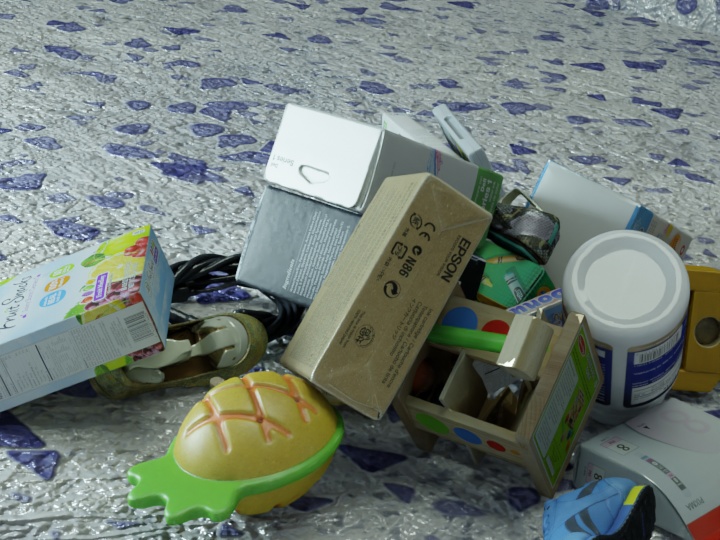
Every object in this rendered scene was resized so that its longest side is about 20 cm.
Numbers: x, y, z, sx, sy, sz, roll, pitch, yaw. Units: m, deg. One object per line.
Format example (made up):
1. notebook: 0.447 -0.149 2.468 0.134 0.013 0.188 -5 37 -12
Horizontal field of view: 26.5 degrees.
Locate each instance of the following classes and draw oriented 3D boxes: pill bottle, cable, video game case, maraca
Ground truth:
1. pill bottle: 0.245 0.061 1.430 0.114 0.201 0.117 -3 59 5
2. cable: -0.146 0.032 1.606 0.197 0.051 0.163 -1 23 -21
3. video game case: 0.157 -0.090 1.840 0.022 0.201 0.182 -29 25 2
4. maraca: -0.100 0.150 1.248 0.136 0.108 0.199 11 29 40

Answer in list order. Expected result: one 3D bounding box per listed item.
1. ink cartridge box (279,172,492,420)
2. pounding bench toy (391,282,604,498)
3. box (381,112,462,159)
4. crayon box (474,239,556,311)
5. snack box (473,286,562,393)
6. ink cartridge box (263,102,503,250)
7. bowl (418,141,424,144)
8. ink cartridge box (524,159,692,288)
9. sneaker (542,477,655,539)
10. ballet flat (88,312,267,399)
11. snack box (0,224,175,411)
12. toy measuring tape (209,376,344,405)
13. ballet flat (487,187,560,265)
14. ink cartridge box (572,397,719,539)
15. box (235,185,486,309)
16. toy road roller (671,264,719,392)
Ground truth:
1. ink cartridge box: 0.019 0.019 1.332 0.075 0.202 0.165 30 -4 -10
2. pounding bench toy: 0.104 0.080 1.317 0.154 0.201 0.125 17 67 26
3. box: 0.070 -0.095 1.864 0.036 0.146 0.200 -3 24 -19
4. crayon box: 0.128 0.018 1.621 0.199 0.119 0.058 28 72 43
5. snack box: 0.168 0.067 1.518 0.198 0.073 0.024 -21 32 -24
6. ink cartridge box: 0.024 -0.093 1.537 0.144 0.085 0.199 19 2 42
7. bowl: 0.020 -0.051 1.757 0.091 0.200 0.201 50 9 -11
8. ink cartridge box: 0.265 -0.019 1.678 0.124 0.130 0.199 29 6 32
9. sneaker: 0.170 0.221 1.218 0.077 0.067 0.200 5 18 28
10. ballet flat: -0.162 0.077 1.455 0.198 0.072 0.070 -12 28 -34
11. snack box: -0.275 0.047 1.401 0.198 0.068 0.169 -22 22 4
12. toy measuring tape: -0.045 0.092 1.464 0.197 0.075 0.074 -3 22 -2
13. ballet flat: 0.139 -0.061 1.617 0.071 0.073 0.199 -10 23 -37
14. ink cartridge box: 0.314 0.188 1.359 0.198 0.058 0.161 19 23 39
15. box: 0.000 0.000 1.535 0.198 0.106 0.147 19 1 33
16. toy road roller: 0.353 0.055 1.619 0.197 0.125 0.146 4 7 -8
